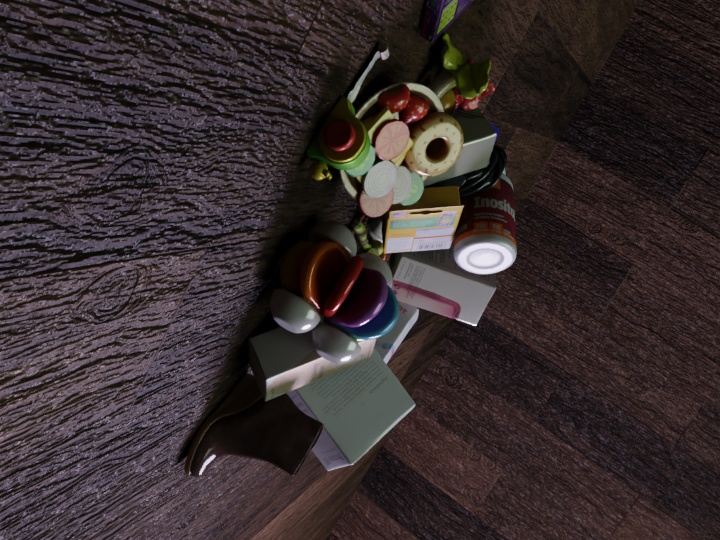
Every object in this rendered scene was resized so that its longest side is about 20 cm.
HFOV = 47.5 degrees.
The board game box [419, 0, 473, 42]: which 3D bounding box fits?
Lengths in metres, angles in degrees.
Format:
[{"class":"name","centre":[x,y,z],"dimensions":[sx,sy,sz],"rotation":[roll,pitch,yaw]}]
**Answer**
[{"class":"board game box","centre":[0.157,-0.437,1.205],"dimensions":[0.200,0.032,0.121],"rotation":[-50,168,-33]}]

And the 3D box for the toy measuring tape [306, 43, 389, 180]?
[{"class":"toy measuring tape","centre":[0.000,-0.201,1.088],"dimensions":[0.202,0.073,0.074],"rotation":[-56,166,-4]}]

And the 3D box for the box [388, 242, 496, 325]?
[{"class":"box","centre":[0.157,0.004,1.612],"dimensions":[0.129,0.196,0.110],"rotation":[-79,-170,-53]}]

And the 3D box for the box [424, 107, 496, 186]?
[{"class":"box","centre":[0.118,-0.193,1.333],"dimensions":[0.197,0.069,0.083],"rotation":[-19,148,-21]}]

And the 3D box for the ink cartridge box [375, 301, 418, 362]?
[{"class":"ink cartridge box","centre":[0.007,0.125,1.651],"dimensions":[0.201,0.143,0.085],"rotation":[-53,166,-14]}]

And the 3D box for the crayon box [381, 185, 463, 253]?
[{"class":"crayon box","centre":[0.102,-0.090,1.394],"dimensions":[0.200,0.123,0.053],"rotation":[93,-8,-72]}]

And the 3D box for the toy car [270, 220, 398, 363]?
[{"class":"toy car","centre":[-0.022,0.033,1.220],"dimensions":[0.149,0.199,0.177],"rotation":[-2,-126,56]}]

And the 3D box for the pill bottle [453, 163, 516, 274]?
[{"class":"pill bottle","centre":[0.221,-0.106,1.472],"dimensions":[0.114,0.110,0.204],"rotation":[99,-5,-59]}]

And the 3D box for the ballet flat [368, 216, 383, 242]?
[{"class":"ballet flat","centre":[0.109,-0.084,1.551],"dimensions":[0.196,0.068,0.063],"rotation":[-4,140,-30]}]

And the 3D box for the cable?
[{"class":"cable","centre":[0.161,-0.180,1.443],"dimensions":[0.164,0.196,0.052],"rotation":[-108,-175,-62]}]

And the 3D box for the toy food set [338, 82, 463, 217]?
[{"class":"toy food set","centre":[0.053,-0.176,1.204],"dimensions":[0.198,0.049,0.200],"rotation":[-47,138,2]}]

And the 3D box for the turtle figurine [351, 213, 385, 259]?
[{"class":"turtle figurine","centre":[0.000,0.000,1.472],"dimensions":[0.162,0.064,0.202],"rotation":[-48,151,-32]}]

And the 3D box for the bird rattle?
[{"class":"bird rattle","centre":[0.142,-0.303,1.376],"dimensions":[0.163,0.113,0.200],"rotation":[-43,176,0]}]

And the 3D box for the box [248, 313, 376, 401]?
[{"class":"box","centre":[-0.079,0.127,1.332],"dimensions":[0.197,0.079,0.096],"rotation":[-21,154,-17]}]

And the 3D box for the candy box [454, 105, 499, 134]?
[{"class":"candy box","centre":[0.187,-0.208,1.605],"dimensions":[0.168,0.076,0.204],"rotation":[9,104,-66]}]

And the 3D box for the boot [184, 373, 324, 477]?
[{"class":"boot","centre":[-0.174,0.286,1.332],"dimensions":[0.201,0.165,0.073],"rotation":[-53,165,-13]}]

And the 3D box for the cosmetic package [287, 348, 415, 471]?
[{"class":"cosmetic package","centre":[-0.039,0.224,1.469],"dimensions":[0.164,0.201,0.165],"rotation":[-37,177,-24]}]
